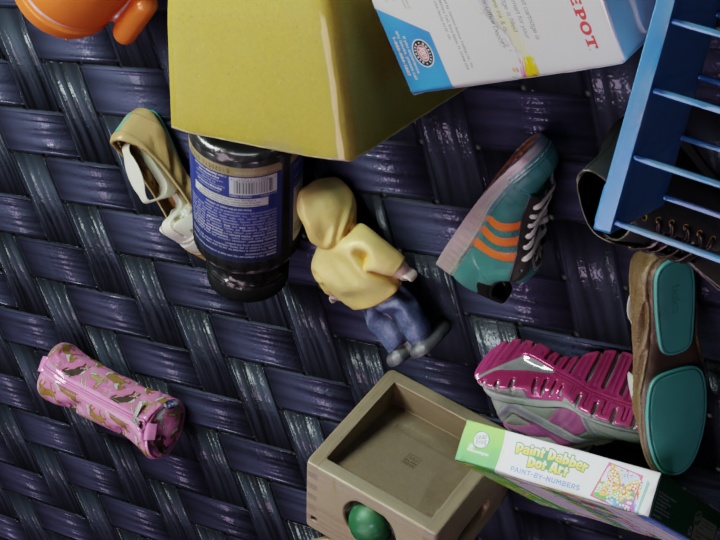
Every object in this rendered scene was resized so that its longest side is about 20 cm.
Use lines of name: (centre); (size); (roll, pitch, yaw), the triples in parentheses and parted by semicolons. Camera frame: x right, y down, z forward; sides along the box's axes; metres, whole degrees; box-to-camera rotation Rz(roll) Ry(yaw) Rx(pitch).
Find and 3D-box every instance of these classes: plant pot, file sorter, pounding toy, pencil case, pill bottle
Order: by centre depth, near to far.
file sorter: (0.259, -0.115, 1.029); (0.122, 0.138, 0.202); (20, 109, 22)
plant pot: (-0.038, -0.228, 1.224); (0.194, 0.194, 0.202); (14, 123, 34)
pill bottle: (-0.111, -0.069, 1.481); (0.111, 0.112, 0.202); (26, 137, 23)
pounding toy: (0.027, 0.235, 1.547); (0.183, 0.200, 0.143); (26, 138, 23)
pencil case: (-0.314, 0.162, 1.892); (0.198, 0.083, 0.087); (24, 137, 27)

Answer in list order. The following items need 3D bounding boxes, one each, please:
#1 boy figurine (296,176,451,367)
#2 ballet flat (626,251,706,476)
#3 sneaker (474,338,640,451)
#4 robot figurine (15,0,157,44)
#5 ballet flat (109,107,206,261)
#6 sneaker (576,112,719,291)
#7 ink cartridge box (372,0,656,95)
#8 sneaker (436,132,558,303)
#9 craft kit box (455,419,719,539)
boy figurine: (0.000, 0.000, 1.478); (0.124, 0.064, 0.201); (-25, 104, 50)
ballet flat: (0.254, 0.072, 1.290); (0.072, 0.067, 0.203); (-142, 42, -67)
sneaker: (0.205, 0.126, 1.396); (0.198, 0.081, 0.089); (13, 138, 39)
robot figurine: (-0.261, -0.294, 1.422); (0.143, 0.118, 0.199); (17, 152, -29)
ballet flat: (-0.202, -0.074, 1.599); (0.068, 0.063, 0.201); (-14, 113, 48)
sneaker: (0.251, -0.025, 1.191); (0.200, 0.106, 0.075); (47, 141, -1)
ink cartridge box: (0.121, -0.235, 1.097); (0.198, 0.145, 0.148); (-1, 123, 43)
sneaker: (0.137, -0.042, 1.317); (0.080, 0.072, 0.200); (37, 146, 4)
craft kit box: (0.215, 0.201, 1.384); (0.196, 0.049, 0.200); (9, 166, 33)
